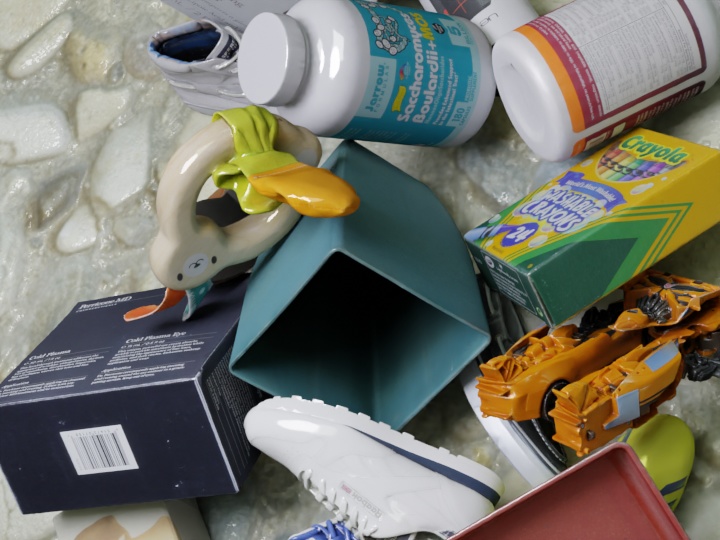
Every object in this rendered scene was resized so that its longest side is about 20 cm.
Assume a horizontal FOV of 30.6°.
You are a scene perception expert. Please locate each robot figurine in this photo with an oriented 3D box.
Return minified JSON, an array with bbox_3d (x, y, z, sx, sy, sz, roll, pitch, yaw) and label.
[{"bbox_3d":[0.186,0.057,0.931,0.200,0.058,0.145,-29,29,-32],"label":"robot figurine"}]

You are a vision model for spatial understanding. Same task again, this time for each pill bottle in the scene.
[{"bbox_3d":[0.213,-0.173,1.032,0.199,0.110,0.110,-26,57,-8],"label":"pill bottle"},{"bbox_3d":[0.004,-0.158,1.047,0.111,0.199,0.111,0,90,52],"label":"pill bottle"}]

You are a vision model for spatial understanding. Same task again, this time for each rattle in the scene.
[{"bbox_3d":[-0.084,-0.005,0.947,0.143,0.130,0.200,40,104,23],"label":"rattle"}]

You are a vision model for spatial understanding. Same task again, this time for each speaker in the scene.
[{"bbox_3d":[0.093,-0.248,1.162,0.081,0.081,0.200,-32,58,9],"label":"speaker"}]

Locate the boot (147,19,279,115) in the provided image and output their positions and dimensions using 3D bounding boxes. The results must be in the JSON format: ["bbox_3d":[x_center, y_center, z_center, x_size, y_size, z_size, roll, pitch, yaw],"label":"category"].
[{"bbox_3d":[-0.103,-0.184,1.214,0.199,0.096,0.074,4,69,27],"label":"boot"}]

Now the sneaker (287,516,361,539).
[{"bbox_3d":[-0.010,0.218,0.993,0.200,0.088,0.075,-43,55,0],"label":"sneaker"}]

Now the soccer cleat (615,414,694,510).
[{"bbox_3d":[0.159,0.178,0.931,0.200,0.084,0.065,-44,61,2],"label":"soccer cleat"}]

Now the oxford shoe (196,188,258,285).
[{"bbox_3d":[-0.127,-0.024,1.125,0.071,0.200,0.071,-36,98,22],"label":"oxford shoe"}]

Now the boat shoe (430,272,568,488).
[{"bbox_3d":[0.117,0.077,1.006,0.071,0.072,0.200,-34,55,12],"label":"boat shoe"}]

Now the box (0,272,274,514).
[{"bbox_3d":[-0.168,0.096,1.061,0.199,0.104,0.182,-9,24,21],"label":"box"}]

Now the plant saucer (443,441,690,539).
[{"bbox_3d":[0.137,0.231,0.886,0.200,0.200,0.037,-32,16,10],"label":"plant saucer"}]

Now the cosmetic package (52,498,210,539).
[{"bbox_3d":[-0.163,0.265,1.052,0.105,0.071,0.200,-33,57,7],"label":"cosmetic package"}]

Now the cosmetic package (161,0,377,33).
[{"bbox_3d":[-0.083,-0.319,1.185,0.200,0.164,0.166,-10,59,55],"label":"cosmetic package"}]

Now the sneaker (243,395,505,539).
[{"bbox_3d":[0.002,0.155,0.955,0.199,0.076,0.081,20,71,8],"label":"sneaker"}]

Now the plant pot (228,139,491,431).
[{"bbox_3d":[0.000,0.000,1.028,0.141,0.141,0.200,-47,24,30],"label":"plant pot"}]

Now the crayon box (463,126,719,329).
[{"bbox_3d":[0.190,-0.045,0.978,0.200,0.052,0.126,-31,20,-8],"label":"crayon box"}]
